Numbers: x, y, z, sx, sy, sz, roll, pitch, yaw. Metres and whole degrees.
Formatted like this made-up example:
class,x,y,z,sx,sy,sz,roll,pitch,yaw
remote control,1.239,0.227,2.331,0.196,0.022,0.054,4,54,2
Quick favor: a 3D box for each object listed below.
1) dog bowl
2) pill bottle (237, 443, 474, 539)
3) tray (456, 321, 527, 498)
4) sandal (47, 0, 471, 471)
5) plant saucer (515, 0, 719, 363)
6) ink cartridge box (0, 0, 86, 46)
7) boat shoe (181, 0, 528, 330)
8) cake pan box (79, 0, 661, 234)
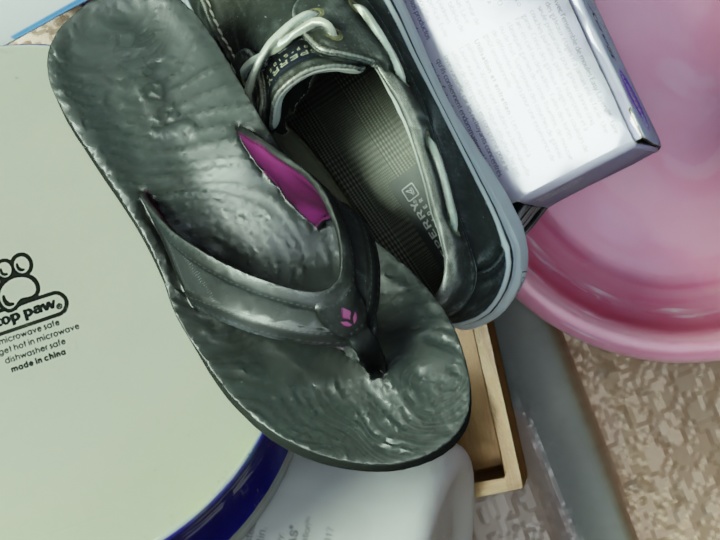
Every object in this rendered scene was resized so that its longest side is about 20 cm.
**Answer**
class,x,y,z,sx,sy,sz,roll,pitch,yaw
dog bowl,-0.117,0.024,0.806,0.199,0.079,0.201,0,72,0
pill bottle,-0.062,0.107,0.885,0.199,0.114,0.115,9,97,14
tray,0.000,0.000,0.939,0.098,0.037,0.201,-12,93,9
sandal,-0.040,-0.015,0.751,0.075,0.048,0.201,-37,75,-11
plant saucer,0.130,-0.065,0.905,0.199,0.051,0.202,0,95,4
ink cartridge box,-0.141,-0.170,0.885,0.116,0.201,0.068,-25,126,17
boat shoe,-0.009,-0.068,0.812,0.072,0.071,0.200,-41,76,15
cake pan box,-0.003,-0.089,0.874,0.184,0.052,0.201,-28,81,18
